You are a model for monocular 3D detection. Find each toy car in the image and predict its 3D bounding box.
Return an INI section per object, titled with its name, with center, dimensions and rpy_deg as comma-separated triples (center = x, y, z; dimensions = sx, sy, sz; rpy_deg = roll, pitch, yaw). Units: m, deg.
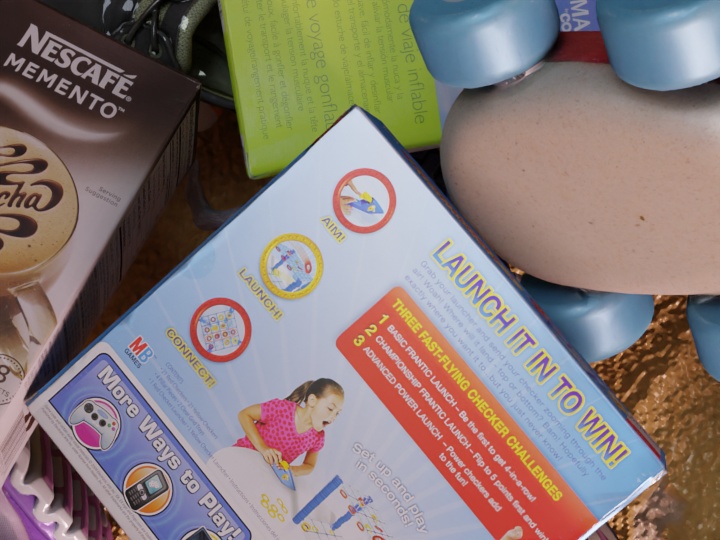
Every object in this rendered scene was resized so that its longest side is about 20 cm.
[toy car]
center = 0.150, -0.084, 0.725
dimensions = 0.176, 0.185, 0.200
rpy_deg = 5, 41, 40

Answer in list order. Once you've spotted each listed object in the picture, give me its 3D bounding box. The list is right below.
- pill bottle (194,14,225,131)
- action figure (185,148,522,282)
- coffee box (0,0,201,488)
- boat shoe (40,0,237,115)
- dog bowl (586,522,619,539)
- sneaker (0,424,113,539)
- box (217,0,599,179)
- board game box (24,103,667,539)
[pill bottle]
center = -0.073, -0.188, 0.921
dimensions = 0.112, 0.112, 0.200
rpy_deg = 34, 83, 26
[action figure]
center = 0.000, 0.000, 0.825
dimensions = 0.192, 0.200, 0.105
rpy_deg = 11, 117, -1
[coffee box]
center = -0.168, -0.017, 0.750
dimensions = 0.112, 0.080, 0.201
rpy_deg = 26, 66, 3
[boat shoe]
center = -0.089, -0.124, 0.828
dimensions = 0.200, 0.066, 0.072
rpy_deg = 23, 87, -13
[dog bowl]
center = 0.034, 0.176, 0.759
dimensions = 0.199, 0.074, 0.202
rpy_deg = -4, 75, 14
[sneaker]
center = -0.209, 0.103, 0.830
dimensions = 0.088, 0.200, 0.081
rpy_deg = -39, 20, 4
[box]
center = 0.033, -0.120, 0.788
dimensions = 0.199, 0.048, 0.123
rpy_deg = -10, 96, -5
[board game box]
center = -0.006, 0.069, 0.699
dimensions = 0.196, 0.056, 0.200
rpy_deg = -41, 82, 7
